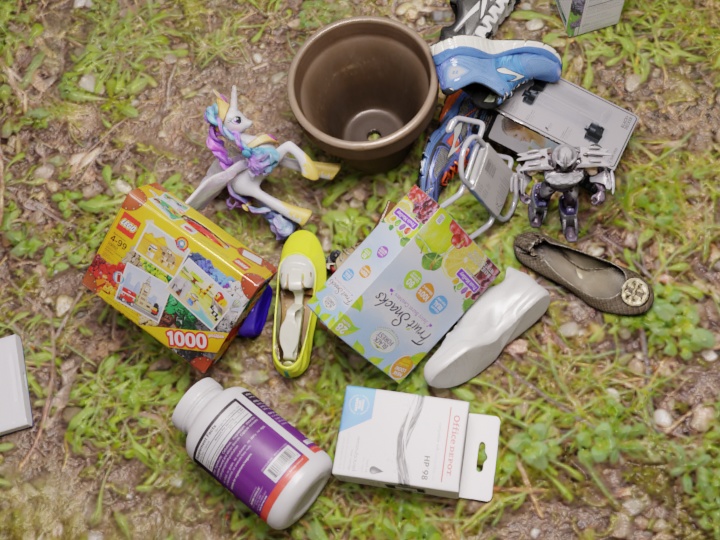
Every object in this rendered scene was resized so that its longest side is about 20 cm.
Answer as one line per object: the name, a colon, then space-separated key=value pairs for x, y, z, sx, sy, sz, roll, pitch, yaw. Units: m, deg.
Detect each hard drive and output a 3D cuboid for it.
hard drive: x=-0.559 y=0.178 z=1.319 sx=0.199 sy=0.025 sz=0.132 roll=-16 pitch=69 yaw=0

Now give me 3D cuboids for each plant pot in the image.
plant pot: x=0.010 y=-0.218 z=1.317 sx=0.199 sy=0.175 sz=0.201 roll=-2 pitch=70 yaw=5

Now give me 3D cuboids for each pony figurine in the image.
pony figurine: x=-0.156 y=-0.129 z=1.309 sx=0.200 sy=0.167 sz=0.193 roll=33 pitch=112 yaw=-12

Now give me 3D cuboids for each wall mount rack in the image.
wall mount rack: x=0.136 y=-0.099 z=1.267 sx=0.074 sy=0.200 sz=0.174 roll=16 pitch=80 yaw=32

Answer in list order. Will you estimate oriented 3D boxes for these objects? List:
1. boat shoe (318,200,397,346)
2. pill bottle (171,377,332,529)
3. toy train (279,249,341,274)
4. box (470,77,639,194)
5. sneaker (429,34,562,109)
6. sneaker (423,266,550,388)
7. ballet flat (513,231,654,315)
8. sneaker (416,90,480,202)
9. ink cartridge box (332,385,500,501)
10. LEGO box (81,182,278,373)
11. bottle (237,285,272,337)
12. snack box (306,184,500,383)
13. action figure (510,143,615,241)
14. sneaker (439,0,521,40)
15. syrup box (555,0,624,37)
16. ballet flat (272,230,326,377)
boat shoe: x=0.000 y=0.000 z=1.266 sx=0.074 sy=0.076 sz=0.201 roll=22 pitch=94 yaw=8
pill bottle: x=-0.140 y=0.225 z=1.209 sx=0.200 sy=0.113 sz=0.113 roll=36 pitch=78 yaw=17
toy train: x=-0.014 y=-0.005 z=1.319 sx=0.199 sy=0.034 sz=0.046 roll=-3 pitch=74 yaw=6
box: x=0.266 y=-0.202 z=1.313 sx=0.199 sy=0.060 sz=0.117 roll=28 pitch=58 yaw=6
sneaker: x=0.179 y=-0.255 z=1.256 sx=0.199 sy=0.078 sz=0.090 roll=-4 pitch=92 yaw=-27
sneaker: x=0.150 y=0.073 z=1.262 sx=0.200 sy=0.075 sz=0.088 roll=-37 pitch=58 yaw=-13
ballet flat: x=0.296 y=0.000 z=1.274 sx=0.199 sy=0.046 sz=0.068 roll=28 pitch=76 yaw=15
sneaker: x=0.133 y=-0.171 z=1.342 sx=0.078 sy=0.075 sz=0.201 roll=21 pitch=75 yaw=8
ink cartridge box: x=0.073 y=0.219 z=1.211 sx=0.199 sy=0.067 sz=0.116 roll=6 pitch=70 yaw=9
LEGO box: x=-0.231 y=0.008 z=1.226 sx=0.200 sy=0.077 sz=0.149 roll=35 pitch=111 yaw=4
bottle: x=-0.224 y=0.031 z=1.312 sx=0.199 sy=0.065 sz=0.084 roll=15 pitch=81 yaw=11
snack box: x=0.058 y=0.022 z=1.201 sx=0.200 sy=0.169 sz=0.068 roll=-47 pitch=44 yaw=2
action figure: x=0.259 y=-0.107 z=1.235 sx=0.129 sy=0.200 sz=0.070 roll=8 pitch=72 yaw=10
sneaker: x=0.182 y=-0.401 z=1.420 sx=0.090 sy=0.066 sz=0.200 roll=29 pitch=78 yaw=13
syrup box: x=0.328 y=-0.423 z=1.340 sx=0.081 sy=0.200 sz=0.079 roll=-16 pitch=70 yaw=0
ballet flat: x=-0.085 y=0.042 z=1.272 sx=0.066 sy=0.067 sz=0.201 roll=5 pitch=83 yaw=9
